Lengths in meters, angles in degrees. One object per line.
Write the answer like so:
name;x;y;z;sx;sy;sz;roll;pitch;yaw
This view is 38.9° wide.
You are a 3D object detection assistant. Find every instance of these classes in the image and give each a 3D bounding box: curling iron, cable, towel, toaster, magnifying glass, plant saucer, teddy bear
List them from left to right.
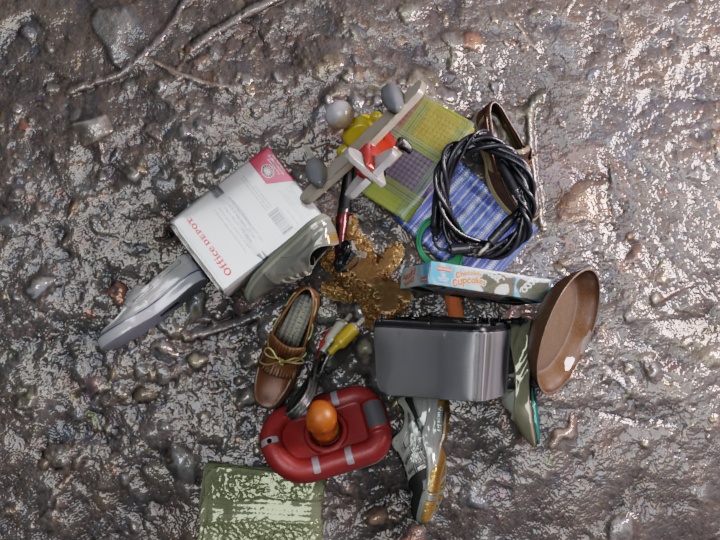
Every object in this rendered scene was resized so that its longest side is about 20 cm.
towel;-0.155;0.377;1.592;0.199;0.036;0.149;2;85;2
cable;-0.069;0.145;1.551;0.050;0.097;0.200;53;54;-14
curling iron;-0.019;-0.086;1.602;0.049;0.026;0.201;-19;55;37
teddy bear;0.000;0.000;1.622;0.200;0.067;0.145;34;77;12
towel;0.080;-0.191;1.641;0.143;0.023;0.200;34;85;18
magnifying glass;0.140;0.009;1.621;0.079;0.022;0.201;-12;88;6
toaster;0.133;0.125;1.519;0.199;0.181;0.119;2;90;20
towel;0.167;-0.079;1.638;0.200;0.024;0.145;41;87;5
cable;0.192;-0.117;1.573;0.162;0.051;0.201;7;95;8
plant saucer;0.303;0.088;1.544;0.037;0.200;0.201;22;84;31

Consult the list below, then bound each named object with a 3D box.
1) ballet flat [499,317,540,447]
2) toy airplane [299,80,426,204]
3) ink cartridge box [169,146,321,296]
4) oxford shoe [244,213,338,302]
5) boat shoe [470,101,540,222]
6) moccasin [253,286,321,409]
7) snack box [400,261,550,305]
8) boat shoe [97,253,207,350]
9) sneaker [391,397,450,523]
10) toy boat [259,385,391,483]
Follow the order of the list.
ballet flat;0.246;0.175;1.591;0.069;0.069;0.201;0;79;2
toy airplane;-0.002;-0.193;1.526;0.141;0.199;0.200;47;66;-6
ink cartridge box;-0.179;-0.074;1.619;0.200;0.085;0.146;-37;84;-4
oxford shoe;-0.108;-0.007;1.585;0.200;0.075;0.058;-42;81;24
boat shoe;0.238;-0.174;1.614;0.072;0.072;0.201;-15;79;-22
moccasin;-0.114;0.121;1.598;0.073;0.078;0.202;27;85;5
snack box;0.174;0.021;1.549;0.199;0.116;0.037;9;82;-18
boat shoe;-0.341;0.050;1.624;0.200;0.074;0.065;-36;79;-12
sneaker;0.087;0.288;1.585;0.087;0.076;0.201;3;80;18
toy boat;-0.057;0.238;1.544;0.199;0.131;0.131;-17;58;-1
